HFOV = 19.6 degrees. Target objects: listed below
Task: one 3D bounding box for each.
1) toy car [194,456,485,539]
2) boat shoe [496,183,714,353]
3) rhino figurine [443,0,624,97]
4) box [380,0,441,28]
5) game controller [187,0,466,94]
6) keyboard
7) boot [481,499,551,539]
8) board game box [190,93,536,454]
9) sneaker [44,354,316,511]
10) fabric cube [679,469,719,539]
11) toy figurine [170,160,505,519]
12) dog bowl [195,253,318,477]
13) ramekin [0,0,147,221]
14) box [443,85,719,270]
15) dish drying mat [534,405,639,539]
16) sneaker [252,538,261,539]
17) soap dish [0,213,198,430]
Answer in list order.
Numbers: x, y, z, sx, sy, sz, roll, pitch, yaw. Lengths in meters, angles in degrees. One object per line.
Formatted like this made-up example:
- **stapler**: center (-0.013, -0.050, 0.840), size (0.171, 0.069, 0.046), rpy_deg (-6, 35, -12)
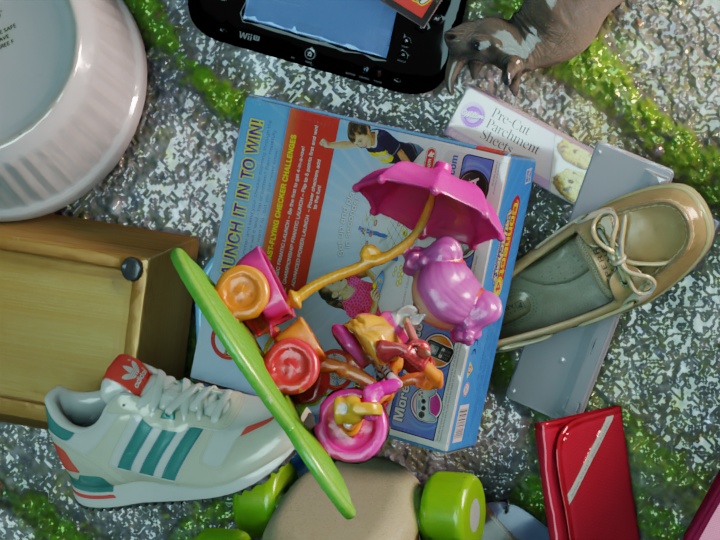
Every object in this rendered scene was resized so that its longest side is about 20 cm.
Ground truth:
- **toy car**: center (-0.005, 0.240, 1.379), size (0.163, 0.158, 0.201), rpy_deg (2, 120, 20)
- **boat shoe**: center (0.142, 0.005, 1.385), size (0.200, 0.063, 0.073), rpy_deg (-23, 93, 30)
- **rhino figurine**: center (0.132, -0.190, 1.408), size (0.200, 0.060, 0.087), rpy_deg (-44, 83, 2)
- **box**: center (-0.004, -0.273, 1.381), size (0.199, 0.038, 0.137), rpy_deg (31, 111, -5)
- **game controller**: center (-0.024, -0.194, 1.464), size (0.199, 0.042, 0.105), rpy_deg (17, 96, 13)
- **keyboard**: center (0.155, 0.012, 1.424), size (0.056, 0.011, 0.201), rpy_deg (25, 113, 18)
- **boot**: center (0.071, 0.178, 1.455), size (0.097, 0.075, 0.200), rpy_deg (-42, 88, -3)
- **board game box**: center (0.000, 0.000, 1.393), size (0.195, 0.056, 0.201), rpy_deg (15, 96, 23)
- **sneaker**: center (-0.128, 0.100, 1.386), size (0.199, 0.070, 0.094), rpy_deg (-12, 115, 31)
- **fabric cube**: center (0.315, 0.176, 1.324), size (0.199, 0.196, 0.200), rpy_deg (30, 99, 11)
- **toy figurine**: center (0.012, 0.020, 1.284), size (0.184, 0.150, 0.200), rpy_deg (-34, 76, 0)
- **dog bowl**: center (-0.066, 0.066, 1.483), size (0.111, 0.050, 0.201), rpy_deg (-1, 93, 13)
- **ramekin**: center (-0.257, -0.143, 1.470), size (0.201, 0.094, 0.204), rpy_deg (-2, 77, 11)
- **box**: center (0.153, -0.064, 1.430), size (0.199, 0.039, 0.042), rpy_deg (30, 100, 10)
- **dish drying mat**: center (0.165, 0.198, 1.428), size (0.018, 0.077, 0.201), rpy_deg (-9, 90, 53)
- **sneaker**: center (-0.035, 0.274, 1.475), size (0.114, 0.076, 0.200), rpy_deg (-45, 80, 13)
- **soap dish**: center (-0.224, 0.040, 1.503), size (0.199, 0.081, 0.158), rpy_deg (9, 95, 14)
